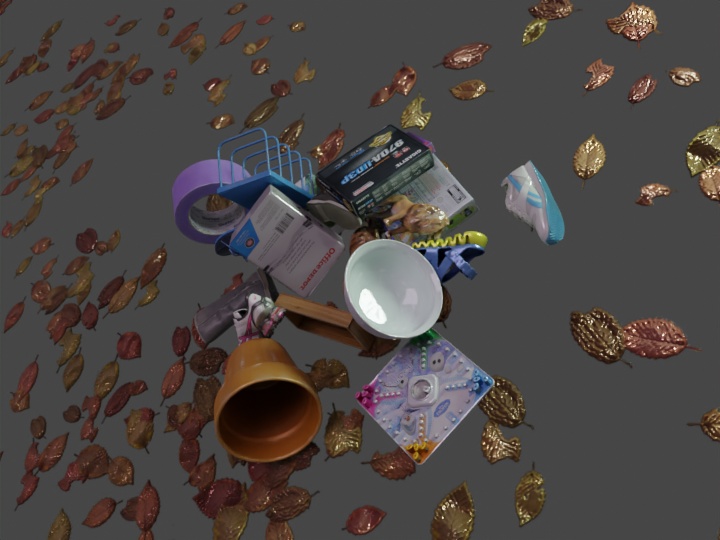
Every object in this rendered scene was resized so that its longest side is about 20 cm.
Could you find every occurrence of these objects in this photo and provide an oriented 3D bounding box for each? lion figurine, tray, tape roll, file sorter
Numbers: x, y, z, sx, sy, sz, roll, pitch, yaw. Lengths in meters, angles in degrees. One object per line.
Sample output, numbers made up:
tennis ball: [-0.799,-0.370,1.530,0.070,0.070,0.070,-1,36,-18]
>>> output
lion figurine: [0.000,0.000,1.553,0.122,0.072,0.201,3,66,55]
tray: [-0.072,0.102,1.520,0.199,0.099,0.037,13,64,37]
tape roll: [-0.346,-0.161,1.802,0.199,0.200,0.085,-29,49,13]
file sorter: [-0.207,-0.214,1.684,0.138,0.200,0.124,-15,71,24]
lion figurine: [0.086,-0.118,1.524,0.122,0.073,0.200,-24,39,-14]

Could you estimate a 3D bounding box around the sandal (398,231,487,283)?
sandal: [0.153,-0.014,1.474,0.199,0.079,0.088,-14,65,28]

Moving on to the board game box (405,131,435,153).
board game box: [0.052,-0.226,1.629,0.199,0.032,0.120,-33,25,-7]

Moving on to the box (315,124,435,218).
box: [0.029,-0.207,1.548,0.199,0.046,0.159,-35,41,-10]

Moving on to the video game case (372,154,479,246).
video game case: [0.124,-0.140,1.594,0.181,0.045,0.200,-36,48,5]

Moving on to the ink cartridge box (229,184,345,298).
ink cartridge box: [-0.154,-0.060,1.593,0.146,0.200,0.084,-51,17,9]

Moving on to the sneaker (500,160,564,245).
sneaker: [0.328,-0.117,1.438,0.081,0.076,0.201,-31,42,22]

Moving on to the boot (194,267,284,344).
boot: [-0.271,0.096,1.671,0.199,0.073,0.182,-32,34,1]

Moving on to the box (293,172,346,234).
box: [-0.129,-0.123,1.750,0.144,0.036,0.200,-37,49,6]

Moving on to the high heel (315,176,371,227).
high heel: [-0.012,-0.172,1.705,0.096,0.068,0.200,-27,48,-23]

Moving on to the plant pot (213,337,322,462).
plant pot: [-0.186,0.233,1.460,0.200,0.200,0.184,-36,32,7]

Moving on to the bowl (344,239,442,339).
bowl: [0.048,0.050,1.429,0.090,0.200,0.202,130,152,-55]

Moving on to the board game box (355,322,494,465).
board game box: [0.110,0.217,1.378,0.200,0.026,0.200,-47,48,-3]

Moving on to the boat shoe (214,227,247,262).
boat shoe: [-0.268,-0.064,1.757,0.199,0.084,0.069,-23,71,39]

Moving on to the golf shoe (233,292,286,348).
golf shoe: [-0.224,0.116,1.565,0.073,0.092,0.200,-54,-2,-45]

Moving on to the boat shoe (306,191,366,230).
boat shoe: [-0.044,-0.136,1.612,0.061,0.072,0.201,-40,29,-20]
